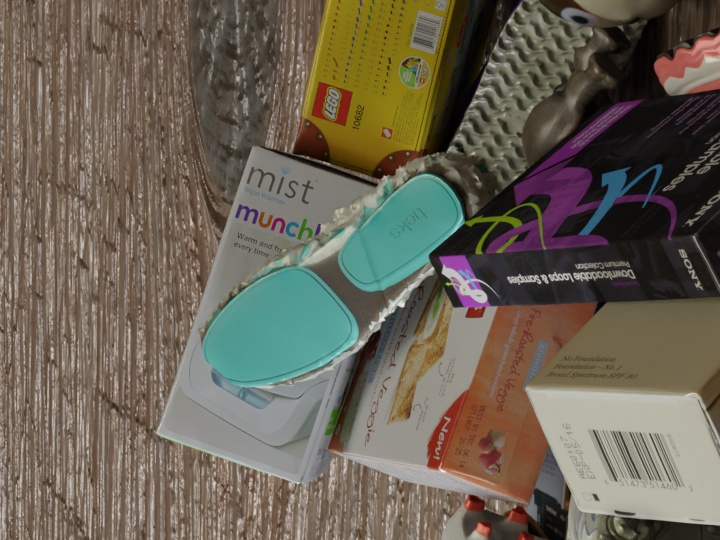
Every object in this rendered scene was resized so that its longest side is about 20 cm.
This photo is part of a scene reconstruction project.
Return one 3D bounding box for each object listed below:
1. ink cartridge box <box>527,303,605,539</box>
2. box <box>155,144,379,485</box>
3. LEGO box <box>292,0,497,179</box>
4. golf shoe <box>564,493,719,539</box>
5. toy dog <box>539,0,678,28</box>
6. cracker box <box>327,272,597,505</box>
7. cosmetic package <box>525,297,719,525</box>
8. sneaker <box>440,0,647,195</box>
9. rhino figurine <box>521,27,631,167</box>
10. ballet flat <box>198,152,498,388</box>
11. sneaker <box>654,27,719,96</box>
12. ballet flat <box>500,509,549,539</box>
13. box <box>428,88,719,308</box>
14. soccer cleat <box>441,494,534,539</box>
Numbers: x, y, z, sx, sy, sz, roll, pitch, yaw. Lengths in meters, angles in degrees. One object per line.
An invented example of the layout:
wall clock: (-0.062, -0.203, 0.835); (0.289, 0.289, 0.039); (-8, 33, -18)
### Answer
ink cartridge box: (0.140, 0.110, 1.328); (0.119, 0.042, 0.202); (14, 105, 61)
box: (-0.039, 0.029, 1.388); (0.200, 0.096, 0.178); (31, -104, -86)
LEGO box: (0.035, -0.169, 1.341); (0.149, 0.077, 0.202); (-52, -23, -65)
golf shoe: (0.134, 0.128, 1.093); (0.201, 0.078, 0.098); (-74, 10, -54)
toy dog: (0.133, -0.220, 1.178); (0.194, 0.138, 0.202); (47, 136, 51)
cracker box: (0.054, 0.049, 1.257); (0.135, 0.057, 0.200); (-70, 17, -8)
cosmetic package: (0.177, 0.025, 1.041); (0.103, 0.200, 0.073); (-1, 123, 46)
sneaker: (0.100, -0.113, 1.332); (0.201, 0.069, 0.100); (-57, 7, 26)
rhino figurine: (0.160, -0.033, 1.229); (0.200, 0.060, 0.088); (52, 127, 21)
ballet flat: (0.000, 0.000, 1.249); (0.199, 0.071, 0.072); (-34, 62, 30)
sneaker: (0.223, -0.092, 1.120); (0.200, 0.073, 0.087); (-22, 88, 66)
ballet flat: (0.120, 0.199, 1.278); (0.200, 0.068, 0.063); (41, 117, 49)
box: (0.140, -0.038, 1.081); (0.199, 0.143, 0.036); (-2, 122, 55)
soccer cleat: (0.068, 0.195, 1.225); (0.200, 0.069, 0.078); (-89, 18, -67)
